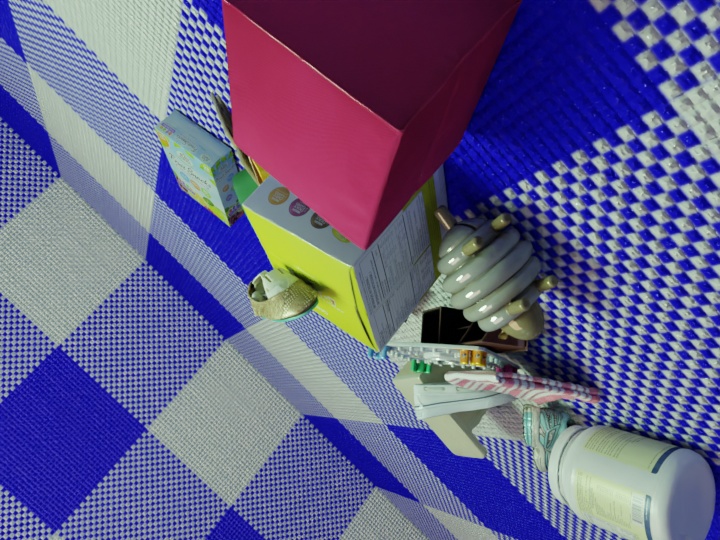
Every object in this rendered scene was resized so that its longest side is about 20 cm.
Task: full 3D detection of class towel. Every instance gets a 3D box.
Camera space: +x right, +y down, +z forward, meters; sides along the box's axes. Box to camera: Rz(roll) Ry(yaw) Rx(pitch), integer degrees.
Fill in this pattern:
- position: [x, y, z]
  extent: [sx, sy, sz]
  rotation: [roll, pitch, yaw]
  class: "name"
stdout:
- position: [0.246, 0.182, 0.952]
  extent: [0.195, 0.031, 0.146]
  rotation: [13, 165, -20]
  class: "towel"

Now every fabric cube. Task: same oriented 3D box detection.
- position: [0.002, -0.187, 0.601]
  extent: [0.195, 0.201, 0.200]
  rotation: [38, 156, 10]
  class: "fabric cube"

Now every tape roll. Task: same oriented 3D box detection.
- position: [-0.156, -0.093, 1.111]
  extent: [0.204, 0.047, 0.201]
  rotation: [60, -177, -5]
  class: "tape roll"

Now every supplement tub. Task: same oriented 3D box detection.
- position: [0.394, 0.315, 0.914]
  extent: [0.146, 0.146, 0.198]
  rotation: [52, 156, -24]
  class: "supplement tub"

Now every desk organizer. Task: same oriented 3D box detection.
- position: [0.168, 0.088, 0.944]
  extent: [0.075, 0.074, 0.199]
  rotation: [9, 166, -19]
  class: "desk organizer"

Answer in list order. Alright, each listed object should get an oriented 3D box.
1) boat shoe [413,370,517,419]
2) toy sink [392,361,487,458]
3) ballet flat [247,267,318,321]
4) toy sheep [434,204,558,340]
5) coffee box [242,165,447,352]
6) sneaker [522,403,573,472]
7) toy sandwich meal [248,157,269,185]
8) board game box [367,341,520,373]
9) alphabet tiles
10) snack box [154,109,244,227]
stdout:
- position: [0.187, 0.209, 1.082]
  extent: [0.074, 0.194, 0.069]
  rotation: [107, 151, -80]
  class: "boat shoe"
- position: [0.181, 0.245, 1.197]
  extent: [0.201, 0.112, 0.130]
  rotation: [49, 158, -4]
  class: "toy sink"
- position: [-0.118, 0.032, 0.856]
  extent: [0.066, 0.070, 0.199]
  rotation: [60, 153, -9]
  class: "ballet flat"
- position: [0.160, -0.001, 0.770]
  extent: [0.203, 0.136, 0.138]
  rotation: [57, 158, 4]
  class: "toy sheep"
- position: [-0.008, -0.052, 0.859]
  extent: [0.197, 0.199, 0.202]
  rotation: [28, 155, 30]
  class: "coffee box"
- position: [0.341, 0.299, 1.071]
  extent: [0.084, 0.079, 0.201]
  rotation: [-4, 146, 29]
  class: "sneaker"
- position: [-0.133, -0.149, 0.950]
  extent: [0.205, 0.068, 0.212]
  rotation: [-10, -90, -88]
  class: "toy sandwich meal"
- position: [0.134, 0.146, 0.991]
  extent: [0.195, 0.027, 0.199]
  rotation: [-1, 163, 31]
  class: "board game box"
- position: [-0.185, -0.194, 1.023]
  extent: [0.169, 0.006, 0.201]
  rotation: [65, -175, 34]
  class: "alphabet tiles"
- position: [-0.328, -0.210, 1.294]
  extent: [0.167, 0.068, 0.202]
  rotation: [35, 155, 19]
  class: "snack box"
